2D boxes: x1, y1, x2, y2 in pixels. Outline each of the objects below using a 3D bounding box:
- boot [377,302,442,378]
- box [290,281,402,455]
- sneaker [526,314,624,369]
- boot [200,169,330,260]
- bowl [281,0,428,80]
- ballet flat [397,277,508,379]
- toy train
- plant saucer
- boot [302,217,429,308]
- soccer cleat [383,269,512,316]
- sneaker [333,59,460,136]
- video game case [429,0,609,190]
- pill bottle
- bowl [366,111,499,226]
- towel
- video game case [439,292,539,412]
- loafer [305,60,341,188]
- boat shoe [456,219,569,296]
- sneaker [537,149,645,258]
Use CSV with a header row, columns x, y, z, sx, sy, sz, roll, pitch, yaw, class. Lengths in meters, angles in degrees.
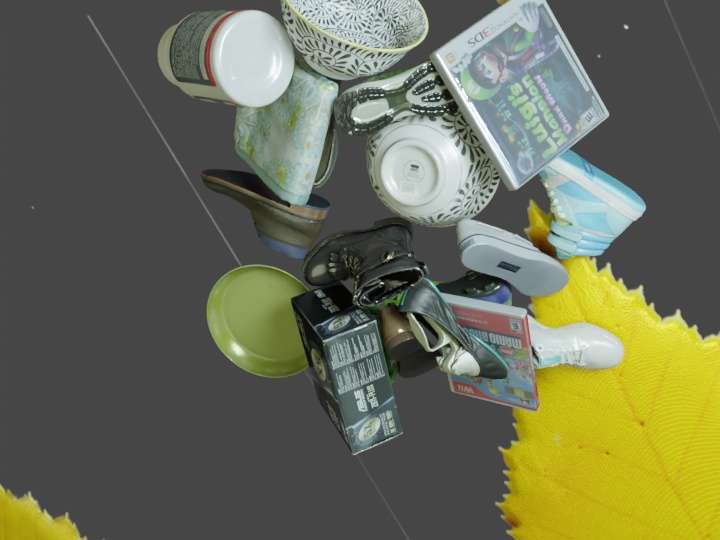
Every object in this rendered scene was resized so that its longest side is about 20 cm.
x,y,z,sx,sy,sz,roll,pitch,yaw,class
0.072,0.106,1.333,0.073,0.200,0.076,-27,62,3,boot
-0.022,0.142,1.334,0.086,0.164,0.201,-20,117,-14,box
0.285,0.118,1.303,0.198,0.089,0.076,12,116,10,sneaker
-0.152,-0.084,1.332,0.198,0.075,0.098,18,114,4,boot
-0.021,-0.310,1.144,0.200,0.201,0.094,27,135,1,bowl
0.123,0.100,1.245,0.200,0.068,0.068,46,157,-12,ballet flat
0.023,0.093,1.377,0.041,0.056,0.202,-5,112,16,toy train
-0.149,0.078,1.428,0.198,0.031,0.202,6,116,12,plant saucer
0.000,0.000,1.261,0.199,0.174,0.070,-25,115,14,boot
0.130,0.047,1.327,0.199,0.065,0.084,-11,138,25,soccer cleat
0.058,-0.240,1.154,0.198,0.089,0.077,-13,122,-2,sneaker
0.207,-0.234,1.132,0.181,0.023,0.201,-37,102,-19,video game case
-0.188,-0.284,1.182,0.199,0.119,0.121,20,126,50,pill bottle
0.083,-0.143,1.211,0.199,0.094,0.202,8,112,22,bowl
-0.110,-0.208,1.219,0.200,0.048,0.172,44,128,43,towel
0.183,0.120,1.293,0.142,0.017,0.201,10,136,29,video game case
-0.070,-0.208,1.256,0.075,0.070,0.202,10,116,10,loafer
0.216,-0.023,1.252,0.199,0.066,0.073,24,130,-35,boat shoe
0.273,-0.091,1.218,0.199,0.080,0.131,32,116,-1,sneaker
